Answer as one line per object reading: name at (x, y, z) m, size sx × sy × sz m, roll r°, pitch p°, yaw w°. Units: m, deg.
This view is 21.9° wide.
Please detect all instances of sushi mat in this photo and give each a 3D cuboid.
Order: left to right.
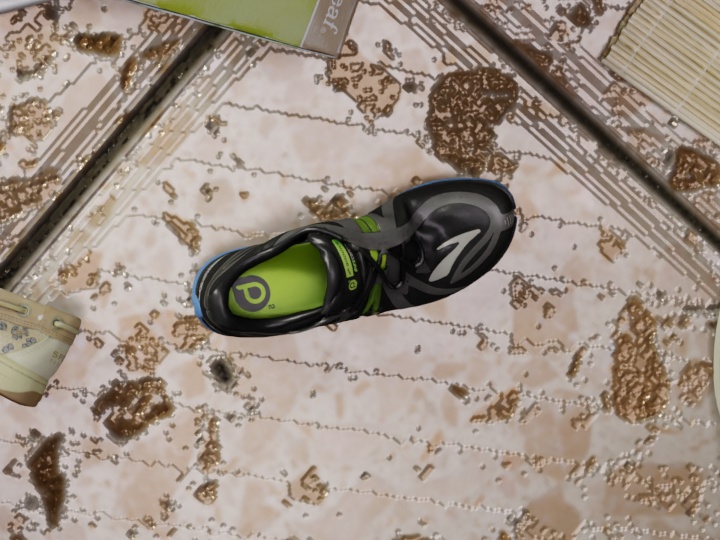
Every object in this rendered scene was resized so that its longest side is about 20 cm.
sushi mat at (0.250, -0.112, 1.137) m, size 0.199 × 0.012 × 0.096 m, roll 34°, pitch 93°, yaw -9°

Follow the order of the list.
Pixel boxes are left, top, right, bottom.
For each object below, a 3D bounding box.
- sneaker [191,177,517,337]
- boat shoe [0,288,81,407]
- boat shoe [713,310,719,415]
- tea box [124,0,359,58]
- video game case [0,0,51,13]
sneaker at (0.000, 0.000, 1.087) m, size 0.199 × 0.083 × 0.071 m, roll -16°, pitch 98°, yaw -4°
boat shoe at (-0.257, 0.002, 1.069) m, size 0.200 × 0.073 × 0.063 m, roll 35°, pitch 84°, yaw -14°
boat shoe at (0.266, 0.089, 1.145) m, size 0.067 × 0.072 × 0.201 m, roll -11°, pitch 91°, yaw -41°
tea box at (-0.082, -0.242, 0.970) m, size 0.196 × 0.134 × 0.201 m, roll 14°, pitch 106°, yaw -27°
video game case at (-0.173, -0.251, 1.069) m, size 0.199 × 0.022 × 0.183 m, roll -15°, pitch 98°, yaw -4°
